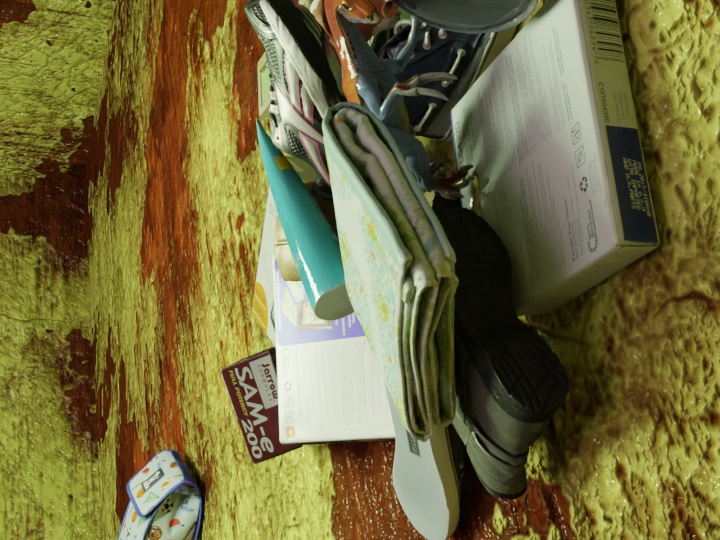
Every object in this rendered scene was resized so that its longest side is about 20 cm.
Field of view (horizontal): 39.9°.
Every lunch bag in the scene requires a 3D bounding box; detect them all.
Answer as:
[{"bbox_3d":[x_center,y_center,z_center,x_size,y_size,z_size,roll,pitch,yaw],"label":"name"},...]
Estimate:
[{"bbox_3d":[-0.353,0.436,1.762,0.170,0.122,0.203,28,99,65],"label":"lunch bag"}]

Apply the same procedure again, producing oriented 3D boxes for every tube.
[{"bbox_3d":[-0.054,-0.047,0.911,0.078,0.050,0.202,79,167,-57],"label":"tube"}]

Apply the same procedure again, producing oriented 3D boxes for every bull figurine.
[{"bbox_3d":[-0.018,-0.250,0.908,0.065,0.121,0.200,-47,5,-22],"label":"bull figurine"}]

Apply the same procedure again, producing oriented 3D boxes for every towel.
[{"bbox_3d":[0.019,-0.001,0.724,0.201,0.047,0.173,-114,15,-46],"label":"towel"}]

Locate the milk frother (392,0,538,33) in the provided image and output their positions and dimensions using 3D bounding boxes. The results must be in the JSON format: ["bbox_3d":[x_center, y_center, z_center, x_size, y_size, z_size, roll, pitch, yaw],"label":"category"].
[{"bbox_3d":[0.074,-0.303,0.666,0.179,0.198,0.191,-12,58,53],"label":"milk frother"}]

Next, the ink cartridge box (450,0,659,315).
[{"bbox_3d":[0.134,-0.076,0.736,0.200,0.043,0.200,135,133,-63],"label":"ink cartridge box"}]

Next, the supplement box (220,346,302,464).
[{"bbox_3d":[-0.107,0.149,1.143,0.200,0.060,0.111,119,131,-86],"label":"supplement box"}]

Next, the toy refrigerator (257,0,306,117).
[{"bbox_3d":[-0.071,-0.258,1.214,0.200,0.069,0.077,148,121,-64],"label":"toy refrigerator"}]

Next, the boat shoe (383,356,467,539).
[{"bbox_3d":[0.065,0.140,0.845,0.069,0.066,0.203,18,128,46],"label":"boat shoe"}]

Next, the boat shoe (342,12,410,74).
[{"bbox_3d":[0.010,-0.176,1.012,0.074,0.067,0.203,-138,54,-61],"label":"boat shoe"}]

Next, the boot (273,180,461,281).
[{"bbox_3d":[0.000,0.000,0.930,0.198,0.066,0.178,0,75,41],"label":"boot"}]

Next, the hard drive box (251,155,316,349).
[{"bbox_3d":[-0.060,-0.015,1.153,0.156,0.076,0.204,-138,55,-61],"label":"hard drive box"}]

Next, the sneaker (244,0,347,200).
[{"bbox_3d":[-0.054,-0.148,0.886,0.085,0.080,0.202,-27,97,23],"label":"sneaker"}]

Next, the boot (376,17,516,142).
[{"bbox_3d":[0.071,-0.200,0.838,0.073,0.089,0.202,-116,36,-48],"label":"boot"}]

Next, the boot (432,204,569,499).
[{"bbox_3d":[0.080,0.061,0.745,0.132,0.067,0.202,103,152,-49],"label":"boot"}]

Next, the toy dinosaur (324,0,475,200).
[{"bbox_3d":[0.013,-0.126,0.773,0.200,0.181,0.105,-45,23,9],"label":"toy dinosaur"}]

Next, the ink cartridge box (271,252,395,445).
[{"bbox_3d":[0.000,0.069,0.989,0.197,0.043,0.202,-9,79,36],"label":"ink cartridge box"}]
